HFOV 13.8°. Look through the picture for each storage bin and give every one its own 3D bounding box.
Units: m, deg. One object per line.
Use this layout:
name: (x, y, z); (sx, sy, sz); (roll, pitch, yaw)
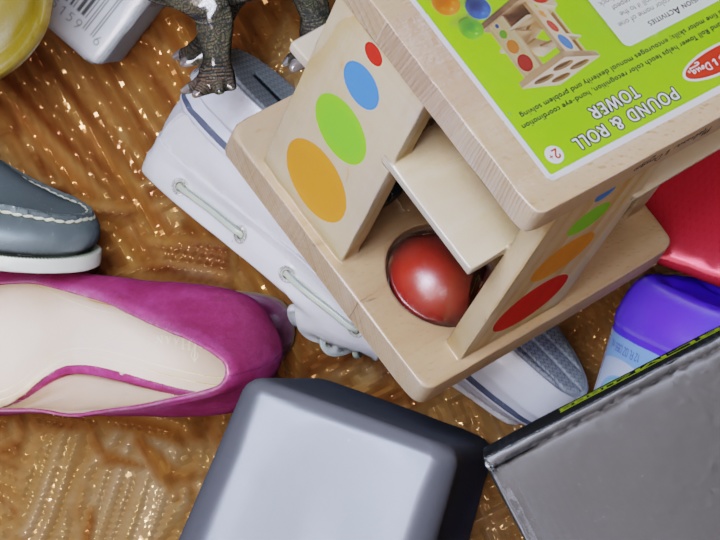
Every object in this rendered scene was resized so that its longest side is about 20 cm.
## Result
storage bin: (-0.006, 0.118, 1.119); (0.145, 0.200, 0.135); (20, 91, 8)

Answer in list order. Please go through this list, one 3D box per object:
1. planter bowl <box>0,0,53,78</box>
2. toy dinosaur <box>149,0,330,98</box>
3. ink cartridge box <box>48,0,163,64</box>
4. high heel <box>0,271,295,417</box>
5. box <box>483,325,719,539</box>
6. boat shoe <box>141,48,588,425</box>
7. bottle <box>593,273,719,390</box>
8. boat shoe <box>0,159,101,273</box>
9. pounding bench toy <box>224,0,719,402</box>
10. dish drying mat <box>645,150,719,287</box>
planter bowl: (-0.201, -0.154, 1.108); (0.200, 0.201, 0.084); (8, 58, 10)
toy dinosaur: (-0.036, -0.127, 1.106); (0.200, 0.077, 0.102); (-9, 110, 11)
ink cartridge box: (-0.121, -0.210, 1.169); (0.200, 0.044, 0.174); (41, 102, 4)
high heel: (-0.128, 0.034, 1.174); (0.200, 0.096, 0.067); (3, 98, 11)
box: (0.173, 0.109, 1.073); (0.193, 0.048, 0.200); (-27, 92, 1)
boat shoe: (0.000, 0.000, 1.165); (0.200, 0.074, 0.067); (45, 112, 14)
bottle: (0.115, 0.105, 1.146); (0.083, 0.065, 0.200); (25, 104, 40)
boat shoe: (-0.191, -0.053, 1.189); (0.200, 0.073, 0.062); (21, 105, 13)
pounding bench toy: (0.076, -0.069, 1.077); (0.200, 0.156, 0.124); (-29, 73, -29)
dish drying mat: (0.099, -0.047, 1.150); (0.200, 0.018, 0.077); (20, 79, 9)
